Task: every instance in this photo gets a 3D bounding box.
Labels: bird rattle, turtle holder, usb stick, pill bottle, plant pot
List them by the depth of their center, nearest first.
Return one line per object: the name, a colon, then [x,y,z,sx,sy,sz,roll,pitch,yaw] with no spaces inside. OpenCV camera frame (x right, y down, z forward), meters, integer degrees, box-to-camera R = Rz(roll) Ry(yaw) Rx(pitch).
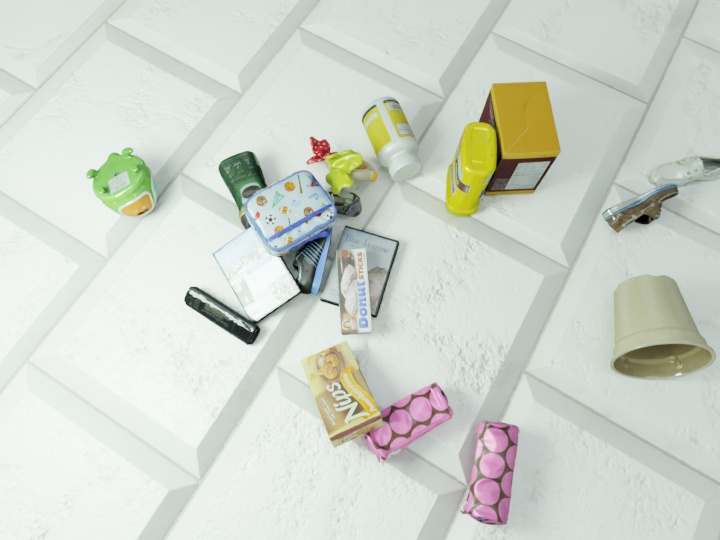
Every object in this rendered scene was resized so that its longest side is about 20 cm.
plant pot: [0.649,0.118,1.156,0.198,0.201,0.185,6,58,1]
usb stick: [-0.323,0.104,1.213,0.199,0.033,0.056,30,107,10]
turtle holder: [-0.578,-0.208,1.274,0.184,0.132,0.141,23,66,29]
bird rattle: [-0.046,-0.261,1.317,0.162,0.200,0.114,5,110,-28]
pill bottle: [0.083,-0.335,1.342,0.110,0.111,0.201,-18,71,-7]

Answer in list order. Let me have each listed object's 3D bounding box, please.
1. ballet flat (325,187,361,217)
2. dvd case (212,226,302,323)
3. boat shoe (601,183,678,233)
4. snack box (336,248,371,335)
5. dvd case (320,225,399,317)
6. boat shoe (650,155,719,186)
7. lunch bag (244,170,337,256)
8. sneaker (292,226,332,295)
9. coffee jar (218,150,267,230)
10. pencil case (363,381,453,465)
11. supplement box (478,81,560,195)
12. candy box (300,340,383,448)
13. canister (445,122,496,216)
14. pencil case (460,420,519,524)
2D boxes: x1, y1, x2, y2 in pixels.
ballet flat: [-0.093,-0.183,1.306,0.198,0.072,0.073,8,70,2]
dvd case: [-0.243,0.005,1.225,0.142,0.018,0.201,-33,80,7]
boat shoe: [0.713,-0.152,1.312,0.199,0.072,0.073,-24,76,1]
snack box: [-0.015,0.048,1.210,0.071,0.024,0.202,-4,71,-1]
dvd case: [0.000,0.000,1.259,0.141,0.018,0.201,16,70,6]
boat shoe: [0.858,-0.267,1.351,0.198,0.069,0.071,-10,72,-4]
lunch bag: [-0.155,-0.131,1.207,0.199,0.076,0.161,-31,81,-16]
sneaker: [-0.118,-0.042,1.254,0.077,0.070,0.202,13,71,-3]
coffee jar: [-0.272,-0.190,1.297,0.104,0.085,0.201,-23,72,-9]
pencil case: [0.104,0.324,1.115,0.199,0.091,0.094,-31,38,-9]
supplement box: [0.380,-0.321,1.294,0.131,0.200,0.199,-3,70,-2]
candy box: [-0.043,0.259,1.115,0.115,0.056,0.201,-23,50,-7]
canister: [0.266,-0.242,1.263,0.086,0.200,0.150,5,70,0]
pencil case: [0.269,0.414,1.078,0.093,0.091,0.202,10,67,15]
